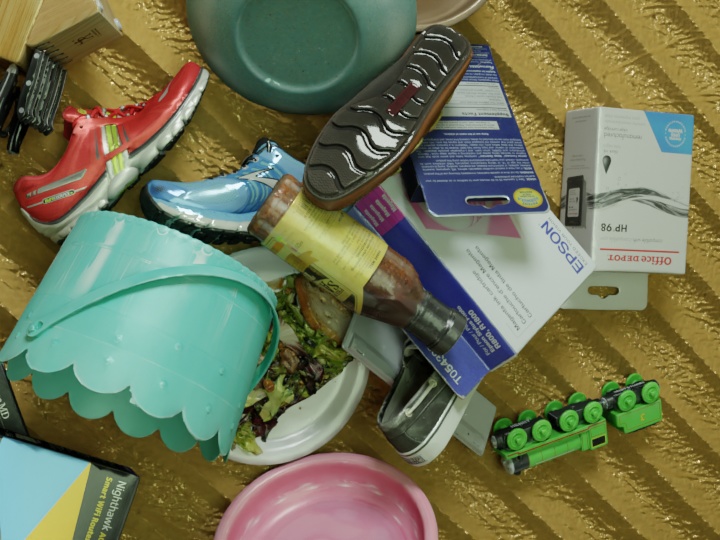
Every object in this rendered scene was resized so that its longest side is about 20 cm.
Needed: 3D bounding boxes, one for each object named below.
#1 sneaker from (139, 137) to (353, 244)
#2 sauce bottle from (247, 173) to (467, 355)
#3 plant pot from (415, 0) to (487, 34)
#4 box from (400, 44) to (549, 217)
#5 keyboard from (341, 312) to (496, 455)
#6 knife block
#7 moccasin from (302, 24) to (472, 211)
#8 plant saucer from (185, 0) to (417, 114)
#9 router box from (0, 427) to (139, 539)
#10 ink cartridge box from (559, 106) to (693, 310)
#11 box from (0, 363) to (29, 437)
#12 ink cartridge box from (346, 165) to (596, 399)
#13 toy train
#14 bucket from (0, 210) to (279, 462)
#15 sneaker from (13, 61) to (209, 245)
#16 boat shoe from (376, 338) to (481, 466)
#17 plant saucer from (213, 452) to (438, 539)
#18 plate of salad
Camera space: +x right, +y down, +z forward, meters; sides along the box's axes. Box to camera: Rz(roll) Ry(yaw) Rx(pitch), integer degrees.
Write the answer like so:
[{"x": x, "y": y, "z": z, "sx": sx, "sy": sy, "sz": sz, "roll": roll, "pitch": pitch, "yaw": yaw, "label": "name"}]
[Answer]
[{"x": -0.100, "y": -0.071, "z": 0.975, "sx": 0.198, "sy": 0.078, "sz": 0.091, "roll": -1, "pitch": 84, "yaw": -29, "label": "sneaker"}, {"x": 0.000, "y": 0.000, "z": 0.921, "sx": 0.199, "sy": 0.066, "sz": 0.066, "roll": 36, "pitch": 81, "yaw": -6, "label": "sauce bottle"}, {"x": 0.031, "y": -0.310, "z": 0.989, "sx": 0.199, "sy": 0.093, "sz": 0.203, "roll": -1, "pitch": 93, "yaw": -20, "label": "plant pot"}, {"x": 0.087, "y": -0.124, "z": 0.995, "sx": 0.120, "sy": 0.032, "sz": 0.201, "roll": -2, "pitch": 56, "yaw": -20, "label": "box"}, {"x": 0.060, "y": 0.103, "z": 1.044, "sx": 0.200, "sy": 0.011, "sz": 0.057, "roll": 40, "pitch": 49, "yaw": -27, "label": "keyboard"}, {"x": -0.293, "y": -0.202, "z": 0.885, "sx": 0.174, "sy": 0.064, "sz": 0.201, "roll": -25, "pitch": 82, "yaw": 2, "label": "knife block"}, {"x": 0.021, "y": -0.123, "z": 0.924, "sx": 0.073, "sy": 0.078, "sz": 0.202, "roll": 29, "pitch": 62, "yaw": 9, "label": "moccasin"}, {"x": -0.051, "y": -0.206, "z": 0.926, "sx": 0.199, "sy": 0.039, "sz": 0.202, "roll": 1, "pitch": 132, "yaw": 2, "label": "plant saucer"}, {"x": -0.276, "y": 0.231, "z": 0.849, "sx": 0.148, "sy": 0.051, "sz": 0.202, "roll": 21, "pitch": 84, "yaw": -20, "label": "router box"}, {"x": 0.266, "y": -0.058, "z": 1.104, "sx": 0.115, "sy": 0.067, "sz": 0.202, "roll": 1, "pitch": 93, "yaw": -21, "label": "ink cartridge box"}, {"x": -0.329, "y": 0.182, "z": 0.895, "sx": 0.140, "sy": 0.079, "sz": 0.202, "roll": -20, "pitch": 99, "yaw": -16, "label": "box"}, {"x": 0.097, "y": -0.020, "z": 1.001, "sx": 0.197, "sy": 0.043, "sz": 0.200, "roll": 50, "pitch": 54, "yaw": -2, "label": "ink cartridge box"}, {"x": 0.222, "y": 0.157, "z": 1.118, "sx": 0.198, "sy": 0.042, "sz": 0.057, "roll": -16, "pitch": 109, "yaw": -19, "label": "toy train"}, {"x": -0.168, "y": 0.053, "z": 0.868, "sx": 0.206, "sy": 0.207, "sz": 0.136, "roll": 27, "pitch": 72, "yaw": -19, "label": "bucket"}, {"x": -0.209, "y": -0.114, "z": 0.925, "sx": 0.085, "sy": 0.077, "sz": 0.200, "roll": 45, "pitch": 77, "yaw": -9, "label": "sneaker"}, {"x": 0.075, "y": 0.081, "z": 1.008, "sx": 0.064, "sy": 0.070, "sz": 0.201, "roll": 47, "pitch": 48, "yaw": -22, "label": "boat shoe"}, {"x": -0.029, "y": 0.249, "z": 0.962, "sx": 0.199, "sy": 0.201, "sz": 0.051, "roll": -23, "pitch": 129, "yaw": -17, "label": "plant saucer"}, {"x": -0.080, "y": 0.079, "z": 0.996, "sx": 0.198, "sy": 0.048, "sz": 0.202, "roll": -2, "pitch": 94, "yaw": -20, "label": "plate of salad"}]
